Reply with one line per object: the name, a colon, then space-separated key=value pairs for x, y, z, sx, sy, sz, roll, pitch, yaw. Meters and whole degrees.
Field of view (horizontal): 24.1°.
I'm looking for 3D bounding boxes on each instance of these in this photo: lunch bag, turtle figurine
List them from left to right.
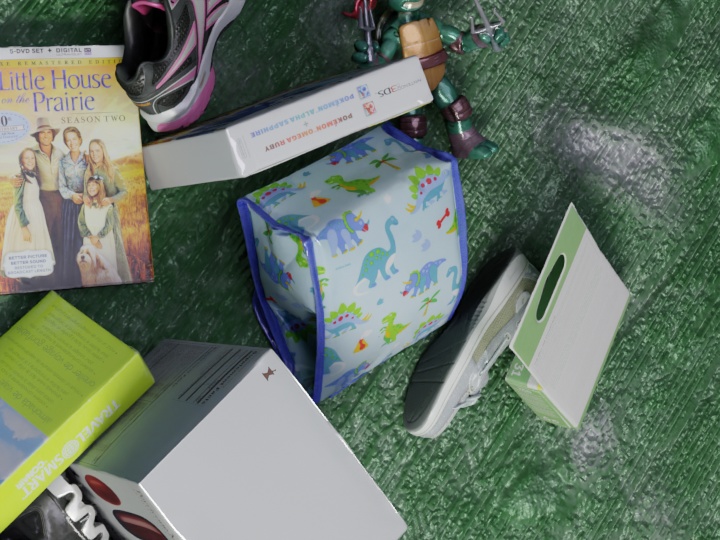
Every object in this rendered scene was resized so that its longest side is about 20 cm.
lunch bag: x=0.000 y=0.000 z=1.453 sx=0.170 sy=0.127 sz=0.201 roll=-29 pitch=128 yaw=-25
turtle figurine: x=0.059 y=-0.188 z=1.509 sx=0.149 sy=0.101 sz=0.201 roll=-18 pitch=109 yaw=-12

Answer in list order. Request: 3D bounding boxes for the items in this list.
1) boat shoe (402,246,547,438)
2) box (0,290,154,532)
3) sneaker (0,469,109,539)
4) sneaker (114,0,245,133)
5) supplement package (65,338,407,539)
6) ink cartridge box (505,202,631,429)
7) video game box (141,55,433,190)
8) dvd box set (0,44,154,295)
boat shoe: x=0.108 y=0.072 z=1.527 sx=0.065 sy=0.074 sz=0.202 roll=40 pitch=63 yaw=-15
box: x=-0.271 y=0.117 z=1.308 sx=0.200 sy=0.122 sz=0.048 roll=-44 pitch=141 yaw=-20
sneaker: x=-0.214 y=0.249 z=1.318 sx=0.090 sy=0.066 sz=0.200 roll=-40 pitch=99 yaw=-21
sneaker: x=-0.150 y=-0.220 z=1.393 sx=0.086 sy=0.080 sz=0.201 roll=40 pitch=53 yaw=-56
supplement package: x=-0.109 y=0.174 z=1.330 sx=0.147 sy=0.200 sz=0.192 roll=-45 pitch=110 yaw=-22
ink cartridge box: x=0.175 y=0.041 z=1.518 sx=0.200 sy=0.048 sz=0.146 roll=46 pitch=64 yaw=-53
video game box: x=-0.066 y=-0.119 z=1.385 sx=0.182 sy=0.200 sz=0.047 roll=-21 pitch=99 yaw=-26
dvd box set: x=-0.249 y=-0.084 z=1.388 sx=0.146 sy=0.029 sz=0.201 roll=-4 pitch=88 yaw=-26
